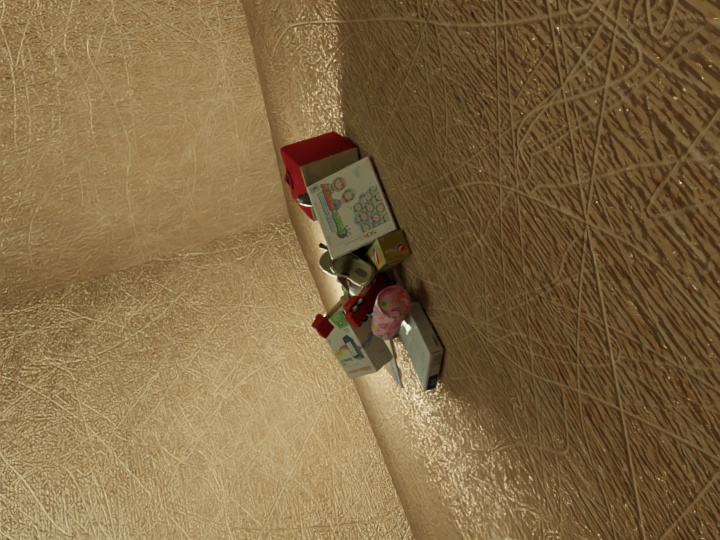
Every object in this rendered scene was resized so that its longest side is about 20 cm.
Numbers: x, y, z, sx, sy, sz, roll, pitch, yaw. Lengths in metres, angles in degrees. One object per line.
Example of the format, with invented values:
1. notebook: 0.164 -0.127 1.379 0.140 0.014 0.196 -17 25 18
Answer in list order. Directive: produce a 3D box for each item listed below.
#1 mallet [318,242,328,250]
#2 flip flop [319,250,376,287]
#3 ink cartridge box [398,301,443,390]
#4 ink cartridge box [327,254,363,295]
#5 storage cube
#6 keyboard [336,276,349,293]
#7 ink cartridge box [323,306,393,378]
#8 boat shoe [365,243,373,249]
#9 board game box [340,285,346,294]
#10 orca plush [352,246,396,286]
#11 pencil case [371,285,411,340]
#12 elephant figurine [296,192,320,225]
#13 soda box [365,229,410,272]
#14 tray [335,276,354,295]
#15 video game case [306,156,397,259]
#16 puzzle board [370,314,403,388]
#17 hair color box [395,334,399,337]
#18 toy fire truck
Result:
1. mallet: -0.045 -0.049 1.627 0.041 0.199 0.066 -50 27 26
2. flip flop: -0.041 -0.012 1.351 0.057 0.082 0.199 23 -177 -46
3. ink cartridge box: 0.147 0.174 1.315 0.197 0.043 0.201 87 165 -53
4. ink cartridge box: -0.018 0.016 1.509 0.200 0.050 0.161 37 -167 -4
5. storage cube: -0.105 -0.268 1.458 0.180 0.199 0.172 47 154 53
6. keyboard: -0.052 0.002 1.487 0.056 0.011 0.200 47 -166 -21
7. ink cartridge box: -0.017 0.199 1.487 0.145 0.087 0.201 -25 98 50
8. boat shoe: -0.023 -0.097 1.473 0.200 0.074 0.067 38 173 8
9. board game box: 0.016 0.139 1.765 0.134 0.029 0.201 24 -147 -49
10. orca plush: 0.000 0.000 1.441 0.200 0.071 0.105 49 148 -6
11. pencil case: 0.071 0.108 1.262 0.200 0.087 0.088 101 149 -66
12. elephant figurine: -0.051 -0.135 1.376 0.142 0.199 0.156 87 161 -55
13. soda box: 0.065 -0.041 1.298 0.200 0.067 0.064 126 124 -78
14. tray: -0.019 0.027 1.604 0.107 0.022 0.200 46 -159 5
15. video game case: -0.024 -0.155 1.282 0.201 0.181 0.024 69 -164 11
16. puzzle board: 0.078 0.236 1.543 0.151 0.017 0.201 42 152 60
17. hair color box: 0.061 0.126 1.626 0.200 0.060 0.100 -127 20 -62
18. toy fire truck: -0.028 0.093 1.360 0.141 0.200 0.049 5 142 52
